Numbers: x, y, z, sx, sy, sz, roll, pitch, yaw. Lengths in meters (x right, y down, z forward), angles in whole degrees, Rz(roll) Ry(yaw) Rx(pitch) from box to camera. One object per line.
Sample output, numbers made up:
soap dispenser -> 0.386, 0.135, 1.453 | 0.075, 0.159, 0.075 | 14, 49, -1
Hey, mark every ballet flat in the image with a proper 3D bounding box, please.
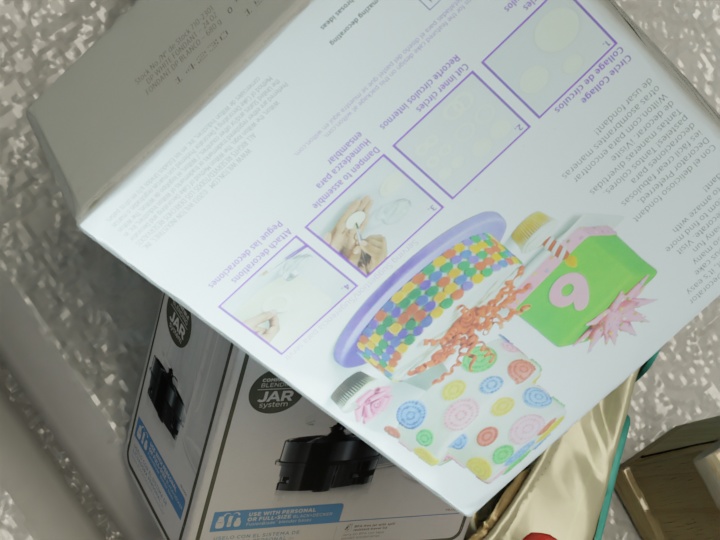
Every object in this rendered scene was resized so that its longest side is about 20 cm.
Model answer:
ballet flat -> 0.079, 0.037, 0.959 | 0.069, 0.069, 0.201 | 29, 68, -19

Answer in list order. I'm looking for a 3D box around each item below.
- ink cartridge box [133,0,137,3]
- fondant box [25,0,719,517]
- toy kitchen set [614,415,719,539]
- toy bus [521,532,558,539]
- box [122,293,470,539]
ink cartridge box -> -0.006, -0.122, 0.933 | 0.143, 0.085, 0.202 | 1, 78, -26
fondant box -> 0.021, -0.030, 0.762 | 0.144, 0.058, 0.200 | -42, 132, 9
toy kitchen set -> 0.145, 0.171, 0.905 | 0.180, 0.163, 0.201 | -31, 94, -28
toy bus -> 0.031, 0.186, 0.859 | 0.192, 0.136, 0.201 | -36, 98, -27
box -> 0.000, 0.000, 0.856 | 0.116, 0.201, 0.060 | 0, 35, -28
